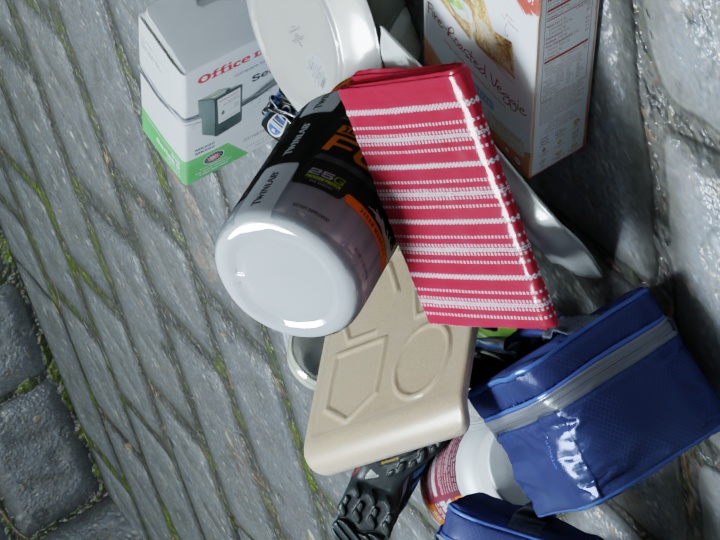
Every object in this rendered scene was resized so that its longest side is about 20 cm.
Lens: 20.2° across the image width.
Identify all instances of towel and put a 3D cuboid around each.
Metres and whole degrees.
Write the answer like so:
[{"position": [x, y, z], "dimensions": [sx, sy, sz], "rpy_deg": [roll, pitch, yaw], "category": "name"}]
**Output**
[{"position": [0.063, -0.052, 1.435], "dimensions": [0.144, 0.022, 0.201], "rpy_deg": [1, 117, 55], "category": "towel"}]

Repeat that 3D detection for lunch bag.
[{"position": [0.168, 0.093, 1.506], "dimensions": [0.133, 0.136, 0.200], "rpy_deg": [60, 164, 3], "category": "lunch bag"}, {"position": [0.121, 0.245, 1.623], "dimensions": [0.135, 0.133, 0.200], "rpy_deg": [17, 179, 9], "category": "lunch bag"}]

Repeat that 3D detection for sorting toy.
[{"position": [0.035, 0.051, 1.576], "dimensions": [0.036, 0.201, 0.185], "rpy_deg": [25, 149, -33], "category": "sorting toy"}]

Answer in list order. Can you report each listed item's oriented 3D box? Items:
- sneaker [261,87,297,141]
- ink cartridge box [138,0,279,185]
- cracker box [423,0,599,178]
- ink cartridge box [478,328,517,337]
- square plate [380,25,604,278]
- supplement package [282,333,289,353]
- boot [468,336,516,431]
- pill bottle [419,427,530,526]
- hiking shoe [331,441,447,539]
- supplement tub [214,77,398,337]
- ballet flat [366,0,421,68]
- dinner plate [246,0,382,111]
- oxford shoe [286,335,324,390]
[{"position": [-0.043, -0.152, 1.809], "dimensions": [0.079, 0.089, 0.200], "rpy_deg": [43, 153, 43], "category": "sneaker"}, {"position": [-0.126, -0.188, 1.890], "dimensions": [0.084, 0.146, 0.200], "rpy_deg": [54, 162, 20], "category": "ink cartridge box"}, {"position": [0.103, -0.177, 1.416], "dimensions": [0.134, 0.058, 0.200], "rpy_deg": [50, 160, 29], "category": "cracker box"}, {"position": [0.060, -0.004, 1.778], "dimensions": [0.148, 0.076, 0.201], "rpy_deg": [33, 146, 56], "category": "ink cartridge box"}, {"position": [0.094, -0.079, 1.500], "dimensions": [0.200, 0.028, 0.198], "rpy_deg": [50, -174, 20], "category": "square plate"}, {"position": [0.014, 0.078, 1.979], "dimensions": [0.200, 0.109, 0.114], "rpy_deg": [45, 157, 40], "category": "supplement package"}, {"position": [0.098, 0.087, 1.699], "dimensions": [0.200, 0.095, 0.074], "rpy_deg": [-14, 62, 50], "category": "boot"}, {"position": [0.129, 0.183, 1.825], "dimensions": [0.110, 0.109, 0.200], "rpy_deg": [59, 163, 3], "category": "pill bottle"}, {"position": [0.032, 0.164, 1.867], "dimensions": [0.074, 0.200, 0.087], "rpy_deg": [30, -167, 1], "category": "hiking shoe"}, {"position": [-0.020, -0.055, 1.546], "dimensions": [0.122, 0.200, 0.123], "rpy_deg": [15, 136, 15], "category": "supplement tub"}, {"position": [0.020, -0.174, 1.660], "dimensions": [0.064, 0.068, 0.200], "rpy_deg": [24, 144, 6], "category": "ballet flat"}, {"position": [-0.047, -0.197, 1.647], "dimensions": [0.200, 0.024, 0.201], "rpy_deg": [43, 146, 37], "category": "dinner plate"}, {"position": [-0.004, 0.035, 1.859], "dimensions": [0.075, 0.200, 0.058], "rpy_deg": [43, 137, -2], "category": "oxford shoe"}]
